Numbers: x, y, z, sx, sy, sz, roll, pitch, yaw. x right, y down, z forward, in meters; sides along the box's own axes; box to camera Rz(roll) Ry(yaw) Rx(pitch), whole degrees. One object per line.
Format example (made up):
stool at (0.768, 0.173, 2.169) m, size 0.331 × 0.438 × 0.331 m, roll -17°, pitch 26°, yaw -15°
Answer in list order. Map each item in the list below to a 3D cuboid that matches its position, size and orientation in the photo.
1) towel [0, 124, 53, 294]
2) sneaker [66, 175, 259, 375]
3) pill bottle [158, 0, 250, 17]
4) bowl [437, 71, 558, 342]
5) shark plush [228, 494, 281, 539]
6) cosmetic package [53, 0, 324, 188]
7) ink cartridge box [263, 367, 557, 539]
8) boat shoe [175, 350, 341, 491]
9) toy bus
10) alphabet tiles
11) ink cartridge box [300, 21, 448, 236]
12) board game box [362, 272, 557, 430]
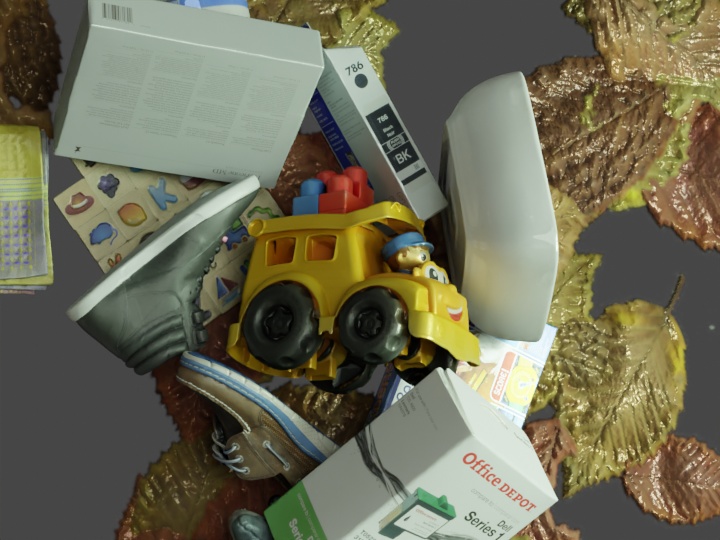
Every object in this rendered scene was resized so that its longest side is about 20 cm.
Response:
towel at (-0.355, -0.055, 1.432) m, size 0.198 × 0.023 × 0.145 m, roll 2°, pitch 83°, yaw -19°
sneaker at (-0.146, 0.009, 1.470) m, size 0.200 × 0.071 × 0.099 m, roll -41°, pitch 99°, yaw -12°
pill bottle at (-0.169, -0.296, 1.479) m, size 0.113 × 0.114 × 0.202 m, roll -13°, pitch 87°, yaw -20°
bowl at (0.114, -0.052, 1.499) m, size 0.074 × 0.200 × 0.202 m, roll -5°, pitch 63°, yaw -4°
shark plush at (-0.050, 0.284, 1.466) m, size 0.091 × 0.083 × 0.201 m, roll -34°, pitch 95°, yaw -20°
cosmetic package at (-0.147, -0.149, 1.443) m, size 0.198 × 0.151 × 0.052 m, roll 8°, pitch 45°, yaw -19°
ink cartridge box at (0.044, 0.196, 1.437) m, size 0.200 × 0.085 × 0.146 m, roll -40°, pitch 134°, yaw 12°
boat shoe at (-0.087, 0.142, 1.457) m, size 0.200 × 0.072 × 0.073 m, roll 38°, pitch 81°, yaw -29°
toy bus at (0.000, 0.000, 1.459) m, size 0.136 × 0.198 × 0.194 m, roll 32°, pitch 59°, yaw -57°
alphabet tiles at (-0.165, -0.053, 1.508) m, size 0.166 × 0.006 × 0.201 m, roll -37°, pitch 96°, yaw -19°
ink cartridge box at (-0.001, -0.129, 1.526) m, size 0.039 × 0.099 × 0.201 m, roll -32°, pitch 96°, yaw -21°
board game box at (0.085, 0.116, 1.560) m, size 0.134 × 0.034 × 0.202 m, roll 27°, pitch 75°, yaw -15°
